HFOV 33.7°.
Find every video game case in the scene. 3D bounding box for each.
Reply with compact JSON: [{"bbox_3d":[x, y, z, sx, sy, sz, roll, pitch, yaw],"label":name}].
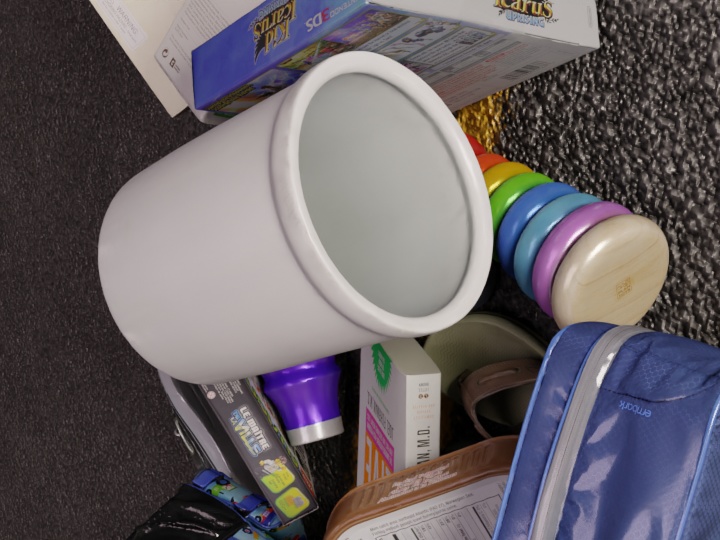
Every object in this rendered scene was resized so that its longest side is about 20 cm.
[{"bbox_3d":[0.017,-0.142,0.762,0.200,0.181,0.046,-17,76,52],"label":"video game case"}]

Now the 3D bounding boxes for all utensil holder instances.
[{"bbox_3d":[-0.046,-0.023,0.752,0.200,0.170,0.171,-18,85,43],"label":"utensil holder"}]

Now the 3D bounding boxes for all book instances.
[{"bbox_3d":[0.032,0.151,0.887,0.134,0.048,0.201,-131,39,-73],"label":"book"}]

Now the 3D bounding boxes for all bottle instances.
[{"bbox_3d":[-0.061,0.044,0.994,0.065,0.083,0.201,43,-149,-85],"label":"bottle"}]

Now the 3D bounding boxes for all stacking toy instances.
[{"bbox_3d":[0.105,-0.037,0.776,0.200,0.085,0.086,43,131,45],"label":"stacking toy"}]

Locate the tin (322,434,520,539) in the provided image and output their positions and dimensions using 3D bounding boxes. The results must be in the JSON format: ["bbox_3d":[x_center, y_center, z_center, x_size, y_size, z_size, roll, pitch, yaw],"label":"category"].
[{"bbox_3d":[0.064,0.178,0.780,0.199,0.042,0.112,-24,102,22],"label":"tin"}]

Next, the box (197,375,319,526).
[{"bbox_3d":[-0.099,0.103,0.993,0.200,0.035,0.110,63,-179,-22],"label":"box"}]

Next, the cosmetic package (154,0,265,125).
[{"bbox_3d":[-0.048,-0.202,0.854,0.200,0.107,0.085,-54,56,26],"label":"cosmetic package"}]

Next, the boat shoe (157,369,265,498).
[{"bbox_3d":[-0.149,0.149,1.142,0.071,0.072,0.200,-46,65,42],"label":"boat shoe"}]

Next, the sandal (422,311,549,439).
[{"bbox_3d":[0.110,0.089,0.808,0.201,0.057,0.080,31,122,44],"label":"sandal"}]

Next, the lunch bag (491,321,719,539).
[{"bbox_3d":[0.155,0.134,0.666,0.132,0.136,0.201,17,90,47],"label":"lunch bag"}]

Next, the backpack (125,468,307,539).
[{"bbox_3d":[-0.089,0.288,1.027,0.200,0.135,0.183,18,139,36],"label":"backpack"}]

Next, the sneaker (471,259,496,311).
[{"bbox_3d":[0.000,0.000,0.879,0.199,0.082,0.070,4,94,35],"label":"sneaker"}]

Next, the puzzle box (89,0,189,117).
[{"bbox_3d":[-0.158,-0.243,0.960,0.133,0.025,0.200,-33,94,24],"label":"puzzle box"}]

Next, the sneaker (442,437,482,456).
[{"bbox_3d":[0.092,0.210,0.867,0.085,0.074,0.201,-119,28,-61],"label":"sneaker"}]
